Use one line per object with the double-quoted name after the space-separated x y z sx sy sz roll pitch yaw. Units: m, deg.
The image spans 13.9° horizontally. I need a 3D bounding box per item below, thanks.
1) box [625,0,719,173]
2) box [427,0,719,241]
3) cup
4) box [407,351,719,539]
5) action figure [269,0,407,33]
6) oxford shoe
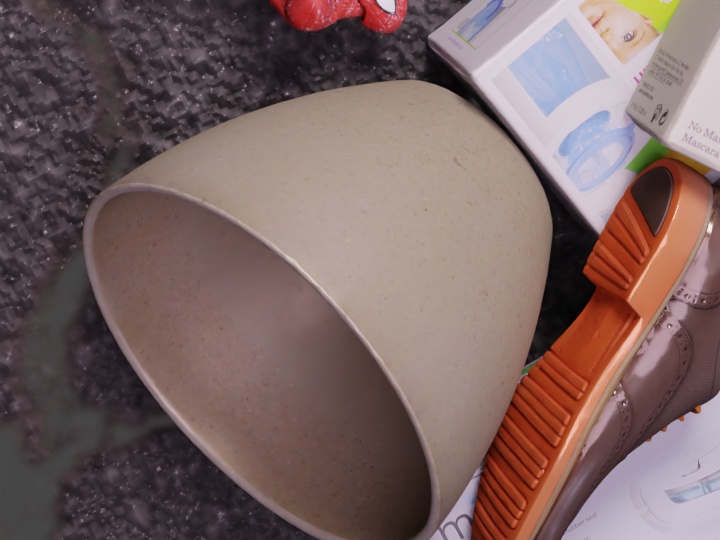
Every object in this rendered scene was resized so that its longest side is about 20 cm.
0.192 -0.130 1.213 0.082 0.068 0.201 24 99 -13 "box"
0.146 -0.118 1.297 0.200 0.101 0.113 -41 106 2 "box"
0.000 0.000 1.271 0.143 0.200 0.201 -44 109 -27 "cup"
0.137 0.118 1.356 0.199 0.097 0.177 -30 106 -1 "box"
-0.055 -0.172 1.264 0.199 0.065 0.099 29 114 -15 "action figure"
0.113 0.056 1.253 0.073 0.071 0.201 24 104 -23 "oxford shoe"
